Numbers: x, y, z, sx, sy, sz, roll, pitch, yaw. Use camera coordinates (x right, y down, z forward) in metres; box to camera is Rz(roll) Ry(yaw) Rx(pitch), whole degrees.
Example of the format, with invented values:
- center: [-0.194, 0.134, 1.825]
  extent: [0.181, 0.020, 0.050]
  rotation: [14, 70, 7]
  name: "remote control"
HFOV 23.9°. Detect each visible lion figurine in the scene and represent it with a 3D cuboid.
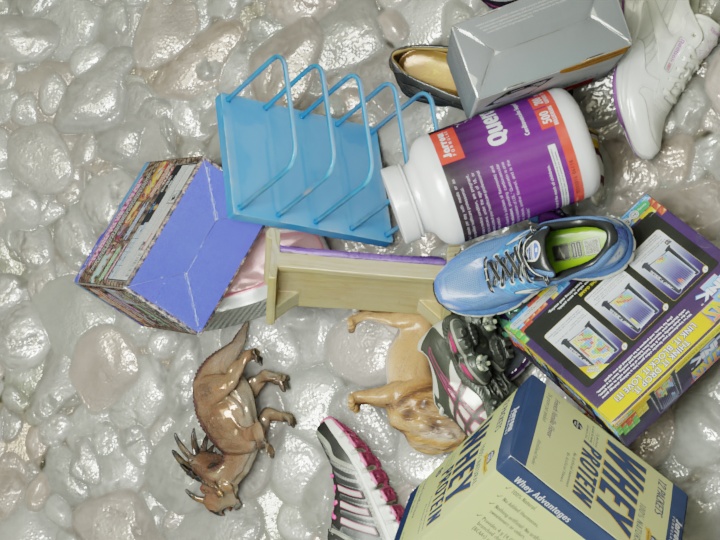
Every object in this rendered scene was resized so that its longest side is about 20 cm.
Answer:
- center: [0.049, 0.093, 1.769]
  extent: [0.122, 0.073, 0.201]
  rotation: [-4, 74, 6]
  name: "lion figurine"

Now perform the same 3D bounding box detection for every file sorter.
- center: [-0.028, -0.125, 1.733]
  extent: [0.123, 0.199, 0.140]
  rotation: [-36, 54, 46]
  name: "file sorter"

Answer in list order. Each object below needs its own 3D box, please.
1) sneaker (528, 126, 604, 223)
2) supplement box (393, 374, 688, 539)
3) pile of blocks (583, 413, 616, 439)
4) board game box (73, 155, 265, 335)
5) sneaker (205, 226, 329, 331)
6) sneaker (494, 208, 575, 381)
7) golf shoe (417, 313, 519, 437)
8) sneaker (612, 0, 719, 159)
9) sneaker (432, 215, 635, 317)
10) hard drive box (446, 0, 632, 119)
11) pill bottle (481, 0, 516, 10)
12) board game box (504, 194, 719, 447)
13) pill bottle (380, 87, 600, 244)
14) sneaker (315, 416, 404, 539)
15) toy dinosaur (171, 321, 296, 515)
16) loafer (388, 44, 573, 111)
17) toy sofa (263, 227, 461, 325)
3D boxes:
- center: [0.151, -0.090, 1.751]
  extent: [0.199, 0.075, 0.091]
  rotation: [-11, 73, 22]
  name: "sneaker"
- center: [0.165, 0.249, 1.589]
  extent: [0.200, 0.134, 0.200]
  rotation: [38, 122, -8]
  name: "supplement box"
- center: [0.234, 0.153, 1.677]
  extent: [0.062, 0.082, 0.200]
  rotation: [40, 98, 22]
  name: "pile of blocks"
- center: [-0.200, -0.026, 1.798]
  extent: [0.160, 0.097, 0.200]
  rotation: [-60, 22, -11]
  name: "board game box"
- center: [-0.125, -0.005, 1.854]
  extent: [0.199, 0.075, 0.105]
  rotation: [-20, 75, 14]
  name: "sneaker"
- center: [0.158, 0.023, 1.718]
  extent: [0.074, 0.087, 0.201]
  rotation: [34, 93, 40]
  name: "sneaker"
- center: [0.125, 0.138, 1.699]
  extent: [0.088, 0.077, 0.201]
  rotation: [-24, 86, 47]
  name: "golf shoe"
- center: [0.307, -0.212, 1.704]
  extent: [0.099, 0.075, 0.201]
  rotation: [3, 83, 24]
  name: "sneaker"
- center: [0.160, -0.013, 1.627]
  extent: [0.199, 0.089, 0.079]
  rotation: [-19, 75, 13]
  name: "sneaker"
- center: [0.168, -0.212, 1.646]
  extent: [0.155, 0.200, 0.077]
  rotation: [-20, 88, 2]
  name: "hard drive box"
- center: [0.158, -0.315, 1.714]
  extent: [0.111, 0.200, 0.112]
  rotation: [-4, 80, 22]
  name: "pill bottle"
- center: [0.267, 0.046, 1.644]
  extent: [0.200, 0.057, 0.165]
  rotation: [-42, 53, -6]
  name: "board game box"
- center: [0.125, -0.096, 1.652]
  extent: [0.199, 0.113, 0.113]
  rotation: [-20, 74, 0]
  name: "pill bottle"
- center: [-0.007, 0.250, 1.765]
  extent: [0.087, 0.074, 0.201]
  rotation: [-31, 76, 9]
  name: "sneaker"
- center: [-0.148, 0.156, 1.833]
  extent: [0.135, 0.086, 0.201]
  rotation: [-16, 75, 21]
  name: "toy dinosaur"
- center: [0.122, -0.198, 1.780]
  extent: [0.199, 0.072, 0.073]
  rotation: [7, 83, 22]
  name: "loafer"
- center: [0.000, 0.000, 1.743]
  extent: [0.199, 0.083, 0.098]
  rotation: [4, 54, -2]
  name: "toy sofa"
